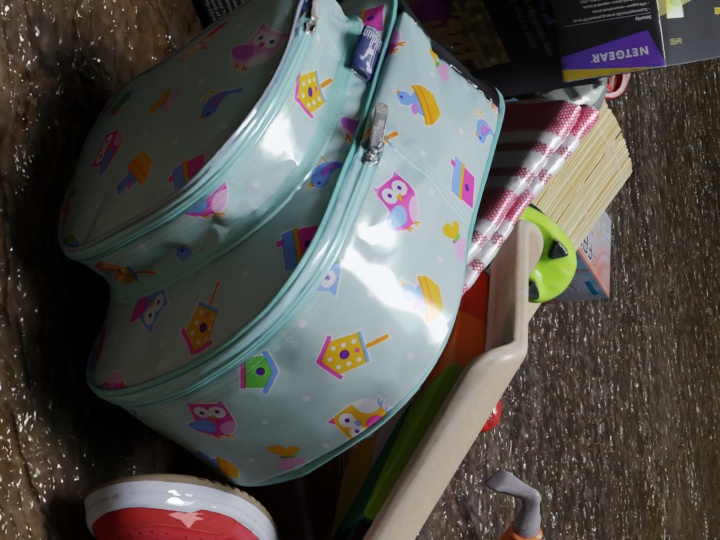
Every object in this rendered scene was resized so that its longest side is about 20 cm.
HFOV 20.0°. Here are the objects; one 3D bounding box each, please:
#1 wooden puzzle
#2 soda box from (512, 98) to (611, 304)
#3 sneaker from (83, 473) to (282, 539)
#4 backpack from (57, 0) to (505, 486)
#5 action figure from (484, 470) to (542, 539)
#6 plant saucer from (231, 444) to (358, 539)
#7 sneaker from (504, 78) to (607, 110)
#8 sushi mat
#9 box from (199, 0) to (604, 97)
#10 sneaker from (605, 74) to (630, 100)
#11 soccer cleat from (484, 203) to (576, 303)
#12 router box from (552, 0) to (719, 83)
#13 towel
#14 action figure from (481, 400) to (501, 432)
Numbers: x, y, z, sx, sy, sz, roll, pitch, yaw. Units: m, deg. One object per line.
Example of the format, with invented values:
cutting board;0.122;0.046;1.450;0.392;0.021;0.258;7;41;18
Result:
wooden puzzle;0.027;0.077;0.970;0.186;0.037;0.200;-61;-179;20
soda box;0.124;-0.047;1.461;0.200;0.063;0.069;50;40;-56
sneaker;-0.066;0.170;0.902;0.200;0.071;0.113;54;33;-55
backpack;-0.038;-0.016;0.881;0.153;0.175;0.201;35;44;-34
action figure;0.122;0.256;1.321;0.194;0.104;0.201;51;36;-39
plant saucer;-0.014;0.107;1.106;0.200;0.034;0.202;-7;90;-68
sneaker;0.088;-0.145;1.278;0.200;0.075;0.080;50;-29;39
sushi mat;0.122;-0.020;1.384;0.200;0.012;0.096;-54;145;-17
box;0.029;-0.158;1.062;0.123;0.199;0.107;-70;147;-49
sneaker;0.148;-0.121;1.463;0.067;0.107;0.202;-57;138;-28
soccer cleat;0.039;-0.052;1.174;0.200;0.068;0.081;39;6;-11
router box;0.137;-0.177;0.996;0.200;0.052;0.158;-22;104;-67
towel;0.023;-0.002;0.984;0.030;0.146;0.200;42;75;-20
action figure;0.050;0.048;1.216;0.200;0.065;0.100;71;8;-75
